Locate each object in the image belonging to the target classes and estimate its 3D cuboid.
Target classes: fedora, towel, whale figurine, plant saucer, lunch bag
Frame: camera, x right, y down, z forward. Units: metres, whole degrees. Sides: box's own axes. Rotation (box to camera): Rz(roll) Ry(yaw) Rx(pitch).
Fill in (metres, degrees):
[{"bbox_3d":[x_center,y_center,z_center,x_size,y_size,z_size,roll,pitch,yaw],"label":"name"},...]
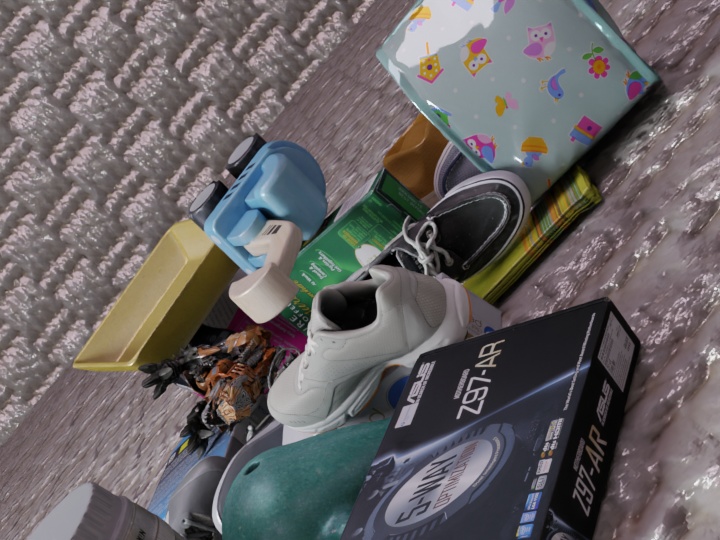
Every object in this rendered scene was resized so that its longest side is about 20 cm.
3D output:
[{"bbox_3d":[0.081,-0.125,1.347,0.201,0.082,0.201,-47,15,16],"label":"fedora"},{"bbox_3d":[0.124,-0.005,1.051,0.200,0.018,0.086,-47,9,15],"label":"towel"},{"bbox_3d":[-0.018,0.153,0.900,0.200,0.104,0.159,-43,14,7],"label":"whale figurine"},{"bbox_3d":[-0.202,0.033,1.307,0.201,0.048,0.199,-57,22,-21],"label":"plant saucer"},{"bbox_3d":[0.130,-0.178,1.063,0.170,0.200,0.122,-45,-5,17],"label":"lunch bag"}]

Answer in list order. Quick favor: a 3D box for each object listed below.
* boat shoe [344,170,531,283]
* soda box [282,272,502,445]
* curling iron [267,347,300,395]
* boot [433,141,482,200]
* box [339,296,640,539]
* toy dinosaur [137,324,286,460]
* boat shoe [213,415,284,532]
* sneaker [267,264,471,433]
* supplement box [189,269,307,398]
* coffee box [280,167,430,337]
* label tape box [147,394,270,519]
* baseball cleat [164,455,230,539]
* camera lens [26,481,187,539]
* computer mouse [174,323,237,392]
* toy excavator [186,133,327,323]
[{"bbox_3d":[0.054,-0.011,1.032,0.198,0.074,0.068,-30,3,20],"label":"boat shoe"},{"bbox_3d":[0.023,0.092,0.978,0.200,0.068,0.064,-42,30,31],"label":"soda box"},{"bbox_3d":[0.009,0.069,1.030,0.197,0.026,0.050,-16,53,19],"label":"curling iron"},{"bbox_3d":[0.143,-0.125,1.174,0.200,0.073,0.091,-44,9,20],"label":"boot"},{"bbox_3d":[0.076,0.117,0.756,0.159,0.044,0.201,-20,30,39],"label":"box"},{"bbox_3d":[-0.120,0.104,1.181,0.134,0.103,0.200,-29,-6,16],"label":"toy dinosaur"},{"bbox_3d":[-0.068,0.157,1.081,0.068,0.073,0.200,-42,13,53],"label":"boat shoe"},{"bbox_3d":[-0.016,0.050,0.909,0.199,0.091,0.077,-37,42,35],"label":"sneaker"},{"bbox_3d":[-0.121,0.053,1.425,0.200,0.103,0.102,-46,39,9],"label":"supplement box"},{"bbox_3d":[0.000,0.000,1.203,0.200,0.122,0.044,-40,17,40],"label":"coffee box"},{"bbox_3d":[-0.143,0.201,1.252,0.143,0.066,0.201,-43,12,22],"label":"label tape box"},{"bbox_3d":[-0.146,0.265,1.071,0.203,0.069,0.106,-69,20,5],"label":"baseball cleat"},{"bbox_3d":[-0.144,0.258,0.818,0.160,0.199,0.160,-45,14,15],"label":"camera lens"},{"bbox_3d":[-0.166,0.071,1.354,0.198,0.046,0.142,9,59,43],"label":"computer mouse"},{"bbox_3d":[-0.083,-0.041,1.151,0.196,0.100,0.199,-55,22,-21],"label":"toy excavator"}]
